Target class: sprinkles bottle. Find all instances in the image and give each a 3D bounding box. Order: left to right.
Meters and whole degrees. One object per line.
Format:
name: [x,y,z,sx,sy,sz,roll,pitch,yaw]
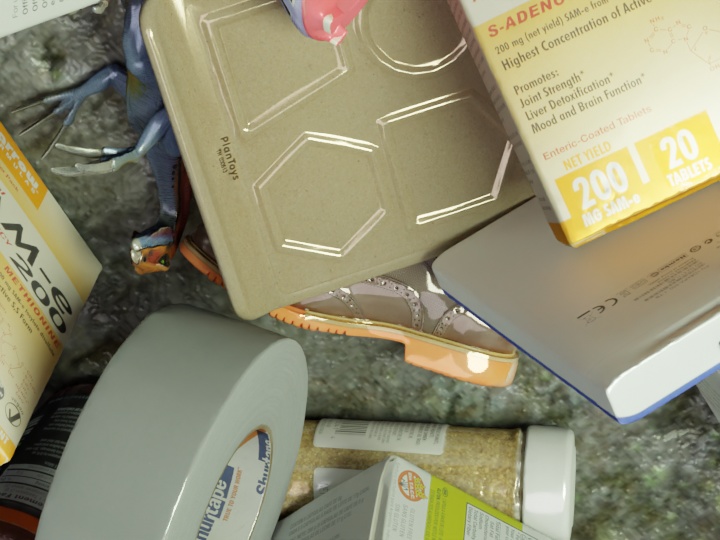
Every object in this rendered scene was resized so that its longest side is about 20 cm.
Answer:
sprinkles bottle: [0.026,0.122,1.035,0.199,0.068,0.069,2,120,9]

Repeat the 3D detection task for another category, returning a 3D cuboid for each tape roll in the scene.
tape roll: [-0.096,0.120,0.918,0.066,0.200,0.201,18,122,13]

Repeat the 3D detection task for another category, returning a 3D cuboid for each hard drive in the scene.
hard drive: [0.129,-0.001,0.843,0.132,0.200,0.025,-31,113,-9]

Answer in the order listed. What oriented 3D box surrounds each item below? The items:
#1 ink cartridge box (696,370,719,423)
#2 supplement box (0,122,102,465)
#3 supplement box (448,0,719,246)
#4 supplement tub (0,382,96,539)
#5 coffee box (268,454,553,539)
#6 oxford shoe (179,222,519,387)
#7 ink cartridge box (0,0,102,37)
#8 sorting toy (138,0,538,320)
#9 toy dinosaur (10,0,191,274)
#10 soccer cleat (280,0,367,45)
ink cartridge box: [0.227,0.058,0.910,0.085,0.148,0.200,-33,111,2]
supplement box: [-0.220,0.011,0.933,0.073,0.200,0.126,-24,114,19]
supplement box: [0.109,-0.127,0.810,0.126,0.074,0.201,-25,91,3]
supplement tub: [-0.181,0.158,1.007,0.106,0.200,0.107,10,123,15]
coffee box: [0.023,0.261,0.994,0.197,0.201,0.200,29,138,-25]
oxford shoe: [0.000,0.000,0.979,0.199,0.071,0.073,18,101,-5]
ink cartridge box: [-0.151,-0.181,0.786,0.145,0.200,0.084,25,126,30]
sorting toy: [0.003,-0.086,0.905,0.199,0.036,0.186,-20,117,-7]
toy dinosaur: [-0.100,-0.087,0.923,0.199,0.105,0.182,-17,130,10]
soccer cleat: [-0.031,-0.161,0.767,0.076,0.200,0.067,38,85,14]
